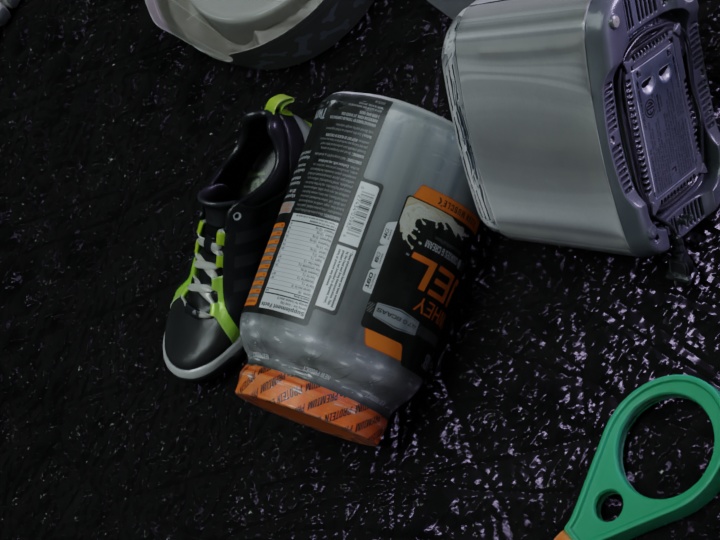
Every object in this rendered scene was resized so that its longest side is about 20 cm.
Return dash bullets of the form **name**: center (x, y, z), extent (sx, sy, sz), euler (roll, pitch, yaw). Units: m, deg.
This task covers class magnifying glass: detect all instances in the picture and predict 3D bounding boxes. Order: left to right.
- **magnifying glass**: center (0.142, 0.144, 1.312), extent (0.200, 0.022, 0.080), euler (-47, 52, 8)

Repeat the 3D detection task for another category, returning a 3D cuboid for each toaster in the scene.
- **toaster**: center (0.133, -0.090, 1.331), extent (0.129, 0.201, 0.114), euler (5, 30, 41)

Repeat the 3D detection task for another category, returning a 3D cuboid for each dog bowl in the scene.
- **dog bowl**: center (-0.060, -0.232, 1.586), extent (0.199, 0.059, 0.201), euler (-14, 64, 31)

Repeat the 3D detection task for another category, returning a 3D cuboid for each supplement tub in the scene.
- **supplement tub**: center (0.000, 0.000, 1.405), extent (0.122, 0.122, 0.201), euler (14, 80, 38)

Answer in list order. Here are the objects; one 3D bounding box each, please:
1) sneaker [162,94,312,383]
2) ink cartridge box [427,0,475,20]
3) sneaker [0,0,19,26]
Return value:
- **sneaker**: center (-0.092, -0.025, 1.507), extent (0.072, 0.083, 0.201), euler (23, 85, 40)
- **ink cartridge box**: center (0.125, -0.261, 1.449), extent (0.144, 0.084, 0.201), euler (11, 79, 39)
- **sneaker**: center (-0.325, -0.222, 1.735), extent (0.075, 0.115, 0.201), euler (9, 77, 38)
